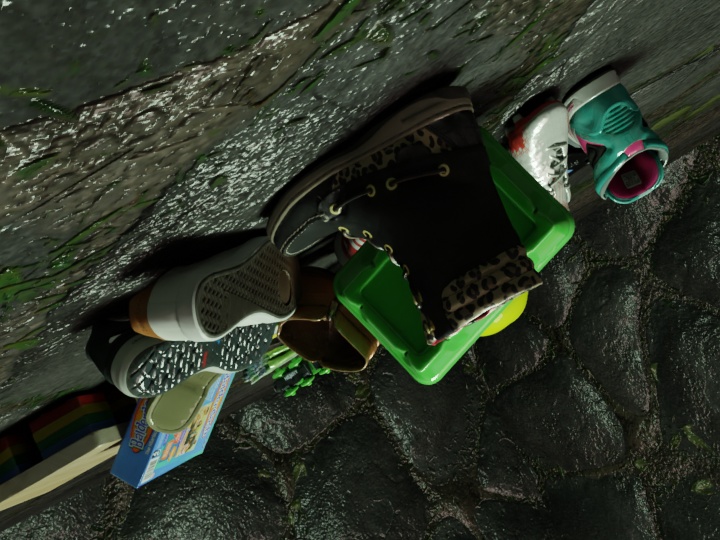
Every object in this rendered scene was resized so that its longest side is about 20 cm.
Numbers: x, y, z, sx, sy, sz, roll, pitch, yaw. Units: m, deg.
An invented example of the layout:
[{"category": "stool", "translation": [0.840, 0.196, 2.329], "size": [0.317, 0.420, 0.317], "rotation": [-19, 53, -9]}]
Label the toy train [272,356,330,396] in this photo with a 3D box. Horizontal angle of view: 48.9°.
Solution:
[{"category": "toy train", "translation": [-0.034, 0.100, 1.026], "size": [0.198, 0.042, 0.056], "rotation": [-34, -173, 21]}]

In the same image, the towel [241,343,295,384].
[{"category": "towel", "translation": [-0.087, 0.097, 1.081], "size": [0.147, 0.031, 0.200], "rotation": [-33, 177, -22]}]

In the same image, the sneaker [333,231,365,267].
[{"category": "sneaker", "translation": [0.076, -0.057, 0.800], "size": [0.197, 0.080, 0.115], "rotation": [-27, 174, -25]}]

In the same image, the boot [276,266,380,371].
[{"category": "boot", "translation": [0.011, 0.058, 0.781], "size": [0.194, 0.076, 0.155], "rotation": [10, -164, -1]}]

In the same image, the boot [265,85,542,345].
[{"category": "boot", "translation": [0.027, -0.019, 0.578], "size": [0.198, 0.153, 0.073], "rotation": [-31, 171, 29]}]

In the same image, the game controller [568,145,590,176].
[{"category": "game controller", "translation": [0.240, -0.121, 1.119], "size": [0.103, 0.043, 0.199], "rotation": [-22, 169, -43]}]

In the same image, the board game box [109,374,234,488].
[{"category": "board game box", "translation": [-0.229, 0.176, 1.014], "size": [0.200, 0.044, 0.155], "rotation": [9, 105, -79]}]

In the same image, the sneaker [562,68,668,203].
[{"category": "sneaker", "translation": [0.271, -0.131, 0.851], "size": [0.082, 0.123, 0.200], "rotation": [-29, 173, 10]}]

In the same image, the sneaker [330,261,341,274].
[{"category": "sneaker", "translation": [0.000, 0.000, 0.898], "size": [0.200, 0.078, 0.086], "rotation": [-45, -170, 5]}]

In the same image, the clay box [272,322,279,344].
[{"category": "clay box", "translation": [-0.100, 0.056, 1.003], "size": [0.113, 0.048, 0.200], "rotation": [-30, 174, 16]}]

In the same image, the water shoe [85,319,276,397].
[{"category": "water shoe", "translation": [-0.153, 0.052, 0.711], "size": [0.198, 0.078, 0.073], "rotation": [-11, 122, -58]}]

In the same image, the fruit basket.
[{"category": "fruit basket", "translation": [0.089, -0.006, 0.713], "size": [0.216, 0.155, 0.216], "rotation": [-46, 176, -4]}]

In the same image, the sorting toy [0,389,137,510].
[{"category": "sorting toy", "translation": [-0.372, 0.218, 0.983], "size": [0.196, 0.071, 0.200], "rotation": [-29, 173, 4]}]

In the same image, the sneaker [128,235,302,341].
[{"category": "sneaker", "translation": [-0.116, 0.013, 0.657], "size": [0.082, 0.075, 0.199], "rotation": [-5, -177, 22]}]

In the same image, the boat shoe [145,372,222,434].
[{"category": "boat shoe", "translation": [-0.163, 0.076, 0.825], "size": [0.201, 0.074, 0.069], "rotation": [-48, -149, 18]}]

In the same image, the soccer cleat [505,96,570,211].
[{"category": "soccer cleat", "translation": [0.187, -0.097, 0.811], "size": [0.067, 0.086, 0.201], "rotation": [-25, 158, -9]}]
